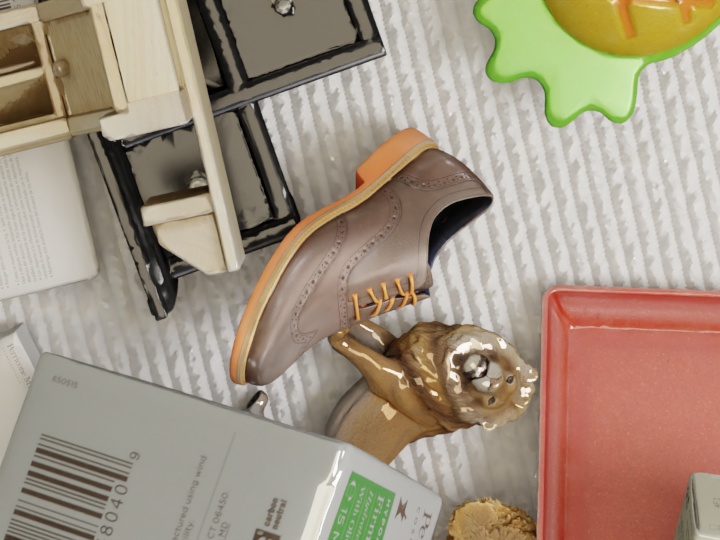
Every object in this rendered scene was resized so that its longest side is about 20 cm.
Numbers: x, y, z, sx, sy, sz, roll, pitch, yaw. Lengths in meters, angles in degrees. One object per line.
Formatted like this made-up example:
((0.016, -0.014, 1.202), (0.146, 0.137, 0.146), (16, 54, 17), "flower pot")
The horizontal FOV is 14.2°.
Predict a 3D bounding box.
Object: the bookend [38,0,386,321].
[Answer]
((-0.062, -0.100, 1.700), (0.199, 0.092, 0.200), (-19, 96, 0), "bookend")

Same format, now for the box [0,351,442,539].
((-0.094, 0.176, 1.608), (0.200, 0.171, 0.199), (16, 82, 22), "box")

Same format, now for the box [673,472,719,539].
((0.206, 0.219, 1.645), (0.082, 0.068, 0.200), (11, 118, -3), "box")

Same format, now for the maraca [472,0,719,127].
((0.154, -0.179, 1.692), (0.137, 0.107, 0.200), (36, 94, -6), "maraca")

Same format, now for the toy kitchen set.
((-0.167, -0.063, 1.553), (0.180, 0.200, 0.163), (-14, 96, 1), "toy kitchen set")

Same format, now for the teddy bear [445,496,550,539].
((0.042, 0.222, 1.754), (0.145, 0.067, 0.200), (22, 101, 4), "teddy bear")

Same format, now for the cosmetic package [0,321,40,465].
((-0.196, 0.139, 1.739), (0.083, 0.051, 0.200), (-27, 96, 0), "cosmetic package")

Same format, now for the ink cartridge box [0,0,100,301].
((-0.260, -0.073, 1.693), (0.176, 0.045, 0.200), (-14, 108, -7), "ink cartridge box")

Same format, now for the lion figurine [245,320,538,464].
((0.003, 0.096, 1.740), (0.122, 0.072, 0.200), (40, 107, -12), "lion figurine")

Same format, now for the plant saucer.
((0.205, 0.111, 1.722), (0.200, 0.037, 0.200), (2, 72, 1), "plant saucer")

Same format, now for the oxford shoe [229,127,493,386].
((0.000, 0.000, 1.681), (0.073, 0.071, 0.200), (32, 65, 20), "oxford shoe")
